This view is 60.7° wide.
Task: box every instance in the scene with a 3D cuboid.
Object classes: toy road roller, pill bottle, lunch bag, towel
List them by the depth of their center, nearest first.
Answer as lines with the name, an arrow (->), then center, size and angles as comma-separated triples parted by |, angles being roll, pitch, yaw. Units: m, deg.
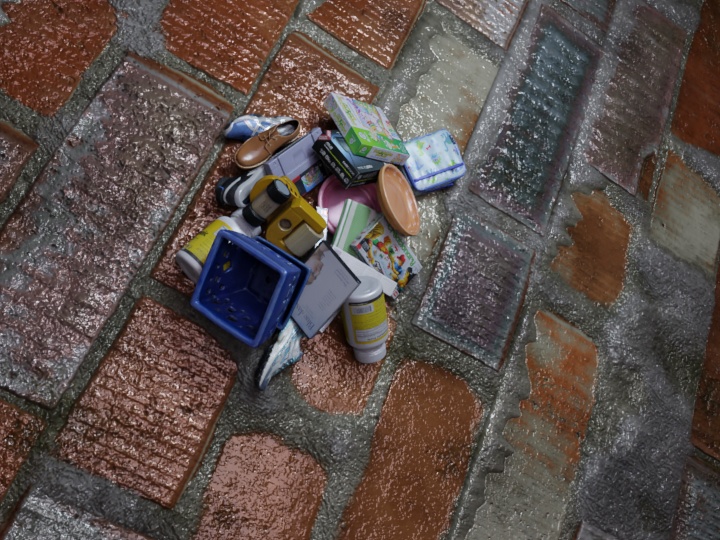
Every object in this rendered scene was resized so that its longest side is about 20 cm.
pill bottle -> -0.338, -0.060, 1.489 | 0.111, 0.111, 0.200 | 47, 65, -4
toy road roller -> -0.181, -0.146, 1.508 | 0.200, 0.123, 0.146 | 44, 23, -20
pill bottle -> 0.011, 0.125, 1.536 | 0.111, 0.111, 0.202 | -21, 119, -25
towel -> 0.021, -0.089, 1.631 | 0.199, 0.023, 0.154 | 19, 88, -34
lunch bag -> 0.199, -0.309, 1.783 | 0.198, 0.082, 0.162 | -20, 87, -23

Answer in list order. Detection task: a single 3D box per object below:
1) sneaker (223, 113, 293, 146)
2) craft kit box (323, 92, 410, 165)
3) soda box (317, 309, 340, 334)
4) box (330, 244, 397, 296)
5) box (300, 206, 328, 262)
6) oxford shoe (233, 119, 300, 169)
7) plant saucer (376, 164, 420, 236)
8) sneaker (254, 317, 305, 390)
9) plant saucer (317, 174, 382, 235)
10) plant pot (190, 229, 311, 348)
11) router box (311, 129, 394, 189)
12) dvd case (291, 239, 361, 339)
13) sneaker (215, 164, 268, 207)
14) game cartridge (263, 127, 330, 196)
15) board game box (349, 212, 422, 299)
sneaker -> -0.259, -0.360, 1.615 | 0.198, 0.076, 0.078 | -8, 75, -22
craft kit box -> 0.019, -0.383, 1.672 | 0.196, 0.049, 0.201 | -1, 53, -44
soda box -> -0.072, 0.070, 1.587 | 0.068, 0.064, 0.200 | 43, 66, -8
box -> 0.000, 0.000, 1.572 | 0.199, 0.039, 0.042 | 30, 88, -15
box -> -0.120, -0.049, 1.572 | 0.034, 0.110, 0.202 | 9, 73, -21
oxford shoe -> -0.235, -0.327, 1.550 | 0.200, 0.071, 0.072 | -40, 92, -21
plant saucer -> 0.097, -0.183, 1.633 | 0.200, 0.037, 0.202 | 43, 36, -42
sneaker -> -0.186, 0.208, 1.501 | 0.086, 0.078, 0.201 | 33, 67, -14
plant saucer -> -0.027, -0.170, 1.673 | 0.199, 0.051, 0.203 | 6, 74, -21
plant pot -> -0.240, 0.033, 1.422 | 0.199, 0.180, 0.201 | 30, 105, 17
router box -> -0.016, -0.302, 1.639 | 0.150, 0.062, 0.200 | 51, 33, 10
dvd case -> -0.105, 0.047, 1.475 | 0.143, 0.200, 0.018 | 48, 22, 17
sneaker -> -0.297, -0.228, 1.571 | 0.200, 0.111, 0.074 | -48, 141, -51
game cartridge -> -0.155, -0.272, 1.615 | 0.200, 0.038, 0.130 | -43, 123, -32
board game box -> 0.071, -0.038, 1.638 | 0.126, 0.034, 0.200 | -47, 120, -18
